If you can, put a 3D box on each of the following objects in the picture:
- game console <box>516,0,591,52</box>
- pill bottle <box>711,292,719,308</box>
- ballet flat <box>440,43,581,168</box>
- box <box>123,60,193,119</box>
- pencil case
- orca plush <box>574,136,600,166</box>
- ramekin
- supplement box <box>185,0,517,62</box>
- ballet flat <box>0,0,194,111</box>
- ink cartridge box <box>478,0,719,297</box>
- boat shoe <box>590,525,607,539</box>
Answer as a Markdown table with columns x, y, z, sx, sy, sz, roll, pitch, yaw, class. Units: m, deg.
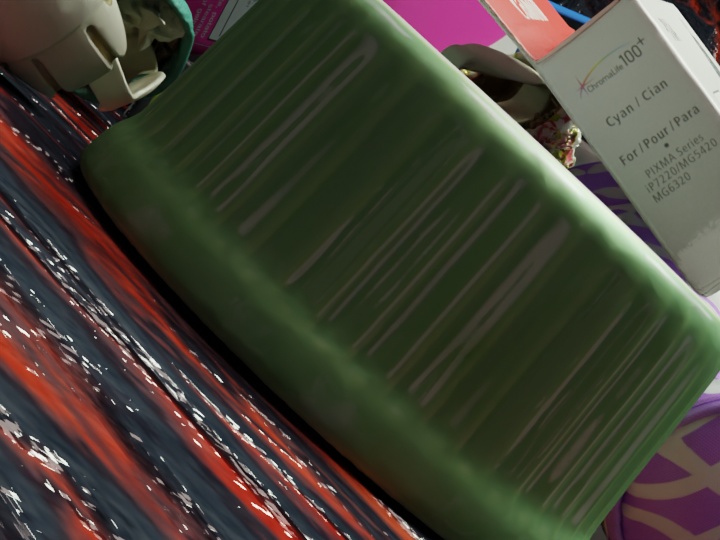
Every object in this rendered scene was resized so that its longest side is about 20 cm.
| x | y | z | sx | sy | sz | roll | pitch | yaw | class |
| --- | --- | --- | --- | --- | --- | --- | --- | --- | --- |
| 0.052 | -0.075 | 1.153 | 0.199 | 0.119 | 0.171 | 24 | -5 | 10 | game console |
| 0.176 | 0.098 | 1.017 | 0.200 | 0.112 | 0.112 | 41 | 5 | -27 | pill bottle |
| 0.016 | -0.056 | 0.866 | 0.076 | 0.064 | 0.200 | 39 | 32 | 27 | ballet flat |
| 0.000 | 0.000 | 0.914 | 0.200 | 0.035 | 0.110 | 44 | 5 | 18 | box |
| 0.108 | 0.033 | 0.824 | 0.200 | 0.085 | 0.084 | -108 | -170 | -58 | pencil case |
| 0.144 | -0.049 | 1.049 | 0.200 | 0.071 | 0.105 | 36 | -23 | 27 | orca plush |
| 0.019 | -0.004 | 0.700 | 0.200 | 0.098 | 0.200 | 42 | 5 | -4 | ramekin |
| -0.031 | -0.120 | 0.999 | 0.101 | 0.104 | 0.200 | 33 | -6 | -39 | supplement box |
| -0.097 | -0.090 | 0.764 | 0.071 | 0.067 | 0.200 | 57 | 9 | 8 | ballet flat |
| 0.089 | -0.080 | 0.805 | 0.176 | 0.045 | 0.200 | 53 | 12 | 2 | ink cartridge box |
| 0.139 | 0.101 | 0.905 | 0.201 | 0.072 | 0.070 | 35 | 9 | -38 | boat shoe |
